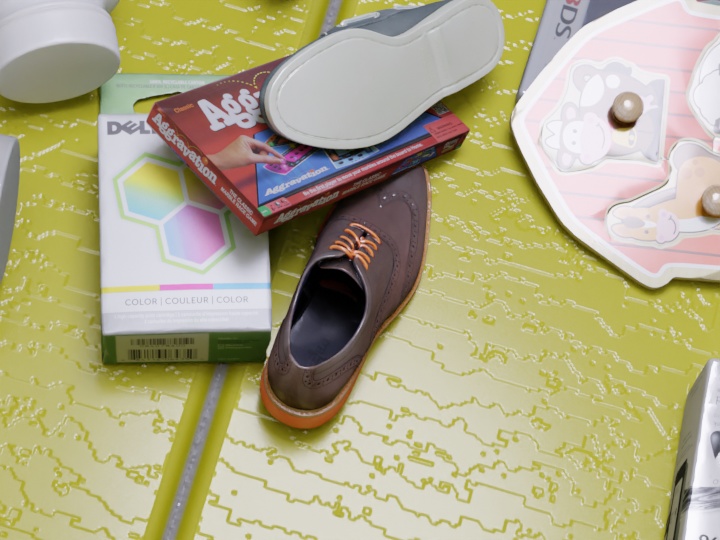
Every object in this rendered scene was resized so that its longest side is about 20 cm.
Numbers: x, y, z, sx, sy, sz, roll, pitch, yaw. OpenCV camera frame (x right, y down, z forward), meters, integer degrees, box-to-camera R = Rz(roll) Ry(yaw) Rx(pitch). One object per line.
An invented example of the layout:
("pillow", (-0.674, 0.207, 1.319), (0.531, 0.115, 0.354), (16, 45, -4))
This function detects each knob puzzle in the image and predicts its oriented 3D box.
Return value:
("knob puzzle", (0.195, -0.087, 1.505), (0.218, 0.030, 0.221), (0, 80, -1))

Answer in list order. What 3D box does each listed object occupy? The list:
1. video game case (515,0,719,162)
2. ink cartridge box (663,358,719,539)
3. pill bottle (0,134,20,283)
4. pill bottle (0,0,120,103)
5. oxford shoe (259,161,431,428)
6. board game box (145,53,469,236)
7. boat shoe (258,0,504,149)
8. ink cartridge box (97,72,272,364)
("video game case", (0.221, -0.160, 1.563), (0.199, 0.023, 0.183), (18, 67, 1))
("ink cartridge box", (0.243, 0.166, 1.409), (0.115, 0.068, 0.201), (12, 68, -1))
("pill bottle", (-0.310, -0.047, 1.412), (0.199, 0.114, 0.115), (8, 67, -2))
("pill bottle", (-0.211, -0.213, 1.492), (0.110, 0.111, 0.201), (-11, 69, -10))
("oxford shoe", (0.000, 0.000, 1.445), (0.071, 0.073, 0.201), (20, 61, 3))
("board game box", (-0.029, -0.090, 1.455), (0.103, 0.019, 0.200), (44, 41, 19))
("boat shoe", (0.005, -0.124, 1.466), (0.199, 0.062, 0.073), (-26, 111, -39))
("ink cartridge box", (-0.111, -0.044, 1.462), (0.103, 0.059, 0.201), (-1, 68, -6))
